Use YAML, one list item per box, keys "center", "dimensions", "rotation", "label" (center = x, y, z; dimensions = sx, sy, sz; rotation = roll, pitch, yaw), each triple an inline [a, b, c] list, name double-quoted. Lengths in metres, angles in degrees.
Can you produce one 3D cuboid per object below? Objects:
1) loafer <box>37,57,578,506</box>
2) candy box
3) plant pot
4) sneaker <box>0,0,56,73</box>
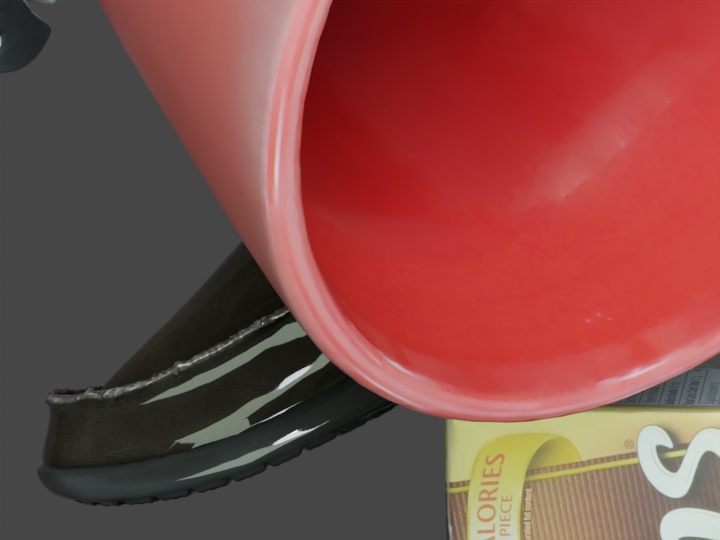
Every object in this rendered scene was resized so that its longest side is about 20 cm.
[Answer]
- center: [0.000, 0.000, 0.780]
  dimensions: [0.199, 0.073, 0.072]
  rotation: [-25, 91, 3]
  label: "loafer"
- center: [0.123, 0.087, 0.777]
  dimensions: [0.199, 0.056, 0.117]
  rotation: [0, 100, 11]
  label: "candy box"
- center: [0.021, -0.093, 0.680]
  dimensions: [0.177, 0.200, 0.201]
  rotation: [43, 108, 43]
  label: "plant pot"
- center: [-0.130, -0.153, 0.772]
  dimensions: [0.086, 0.075, 0.201]
  rotation: [4, 100, 15]
  label: "sneaker"
